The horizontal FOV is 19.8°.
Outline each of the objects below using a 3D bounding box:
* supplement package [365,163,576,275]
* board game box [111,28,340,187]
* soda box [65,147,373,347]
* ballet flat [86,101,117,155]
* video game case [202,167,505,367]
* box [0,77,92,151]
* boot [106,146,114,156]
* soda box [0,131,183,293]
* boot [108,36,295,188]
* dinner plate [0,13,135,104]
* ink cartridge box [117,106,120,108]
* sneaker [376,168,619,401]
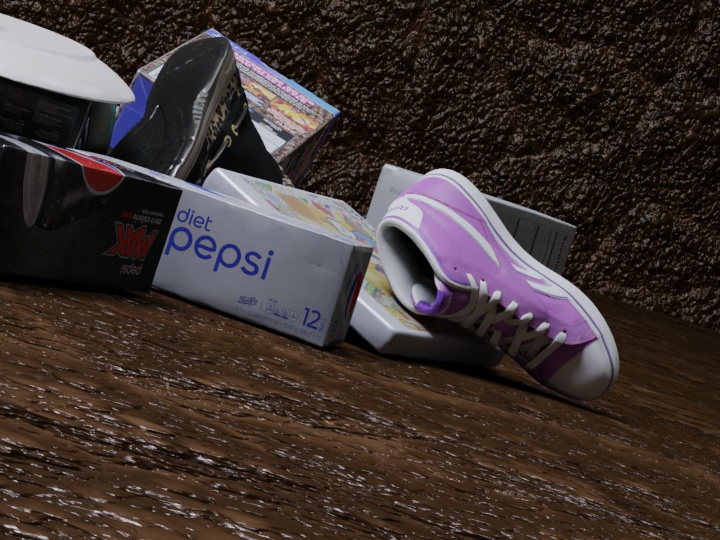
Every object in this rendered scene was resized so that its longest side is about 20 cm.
[{"bbox_3d":[0.099,-0.017,1.964,0.116,0.118,0.200,19,3,32],"label":"supplement package"},{"bbox_3d":[-0.134,-0.134,1.993,0.159,0.097,0.200,33,24,5],"label":"board game box"},{"bbox_3d":[-0.097,-0.015,1.300,0.199,0.069,0.063,18,3,11],"label":"soda box"},{"bbox_3d":[-0.265,-0.131,1.468,0.199,0.064,0.067,17,-2,9],"label":"ballet flat"},{"bbox_3d":[0.000,0.000,1.457,0.182,0.023,0.200,42,13,23],"label":"video game case"},{"bbox_3d":[-0.283,-0.098,1.380,0.199,0.046,0.159,18,-19,-5],"label":"box"},{"bbox_3d":[-0.238,-0.077,1.525,0.203,0.074,0.153,12,10,-39],"label":"boot"},{"bbox_3d":[-0.177,-0.034,1.140,0.063,0.071,0.200,20,4,22],"label":"soda box"},{"bbox_3d":[-0.113,-0.051,1.483,0.073,0.201,0.151,-6,-46,26],"label":"boot"},{"bbox_3d":[-0.241,-0.152,1.363,0.199,0.024,0.200,17,9,-3],"label":"dinner plate"},{"bbox_3d":[-0.197,-0.109,2.150,0.199,0.084,0.144,17,4,-31],"label":"ink cartridge box"},{"bbox_3d":[0.087,0.030,1.424,0.200,0.073,0.114,44,33,2],"label":"sneaker"}]
